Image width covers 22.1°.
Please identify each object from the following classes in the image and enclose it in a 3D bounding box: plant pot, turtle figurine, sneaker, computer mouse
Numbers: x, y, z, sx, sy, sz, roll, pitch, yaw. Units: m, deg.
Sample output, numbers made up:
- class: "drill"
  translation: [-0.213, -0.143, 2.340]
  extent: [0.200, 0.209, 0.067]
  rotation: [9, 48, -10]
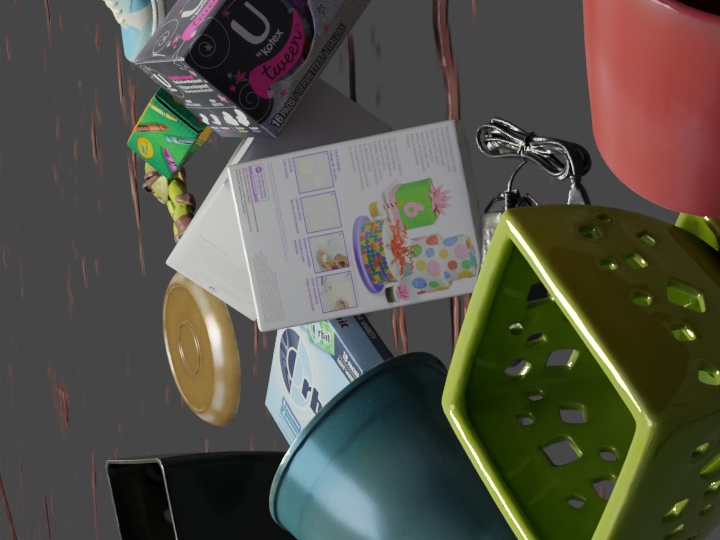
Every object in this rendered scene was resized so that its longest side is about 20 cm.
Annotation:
- class: "plant pot"
  translation: [0.059, 0.204, 1.560]
  extent: [0.188, 0.200, 0.200]
  rotation: [43, 139, 28]
- class: "plant pot"
  translation: [-0.149, 0.286, 2.018]
  extent: [0.199, 0.177, 0.200]
  rotation: [-14, 87, 65]
- class: "plant pot"
  translation: [-0.195, 0.090, 2.206]
  extent: [0.200, 0.027, 0.200]
  rotation: [34, 130, 56]
- class: "plant pot"
  translation: [0.190, 0.076, 1.225]
  extent: [0.200, 0.181, 0.199]
  rotation: [58, 148, 36]
- class: "plant pot"
  translation: [0.219, -0.140, 1.086]
  extent: [0.178, 0.200, 0.201]
  rotation: [93, 152, -49]
- class: "turtle figurine"
  translation: [-0.214, -0.106, 2.118]
  extent: [0.162, 0.064, 0.200]
  rotation: [68, 153, 21]
- class: "sneaker"
  translation: [-0.293, -0.324, 2.113]
  extent: [0.080, 0.130, 0.200]
  rotation: [41, 136, 50]
- class: "computer mouse"
  translation: [0.145, -0.017, 1.447]
  extent: [0.140, 0.046, 0.200]
  rotation: [18, 111, 56]

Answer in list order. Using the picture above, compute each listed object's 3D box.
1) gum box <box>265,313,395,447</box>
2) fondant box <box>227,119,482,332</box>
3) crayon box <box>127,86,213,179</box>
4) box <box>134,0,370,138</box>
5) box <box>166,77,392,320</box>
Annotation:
- class: "gum box"
  translation: [-0.033, 0.115, 1.859]
  extent: [0.170, 0.044, 0.200]
  rotation: [55, 145, 40]
- class: "fondant box"
  translation: [0.001, -0.038, 1.556]
  extent: [0.058, 0.200, 0.145]
  rotation: [-16, -85, -78]
- class: "crayon box"
  translation: [-0.132, -0.192, 1.761]
  extent: [0.058, 0.200, 0.119]
  rotation: [39, 154, -3]
- class: "box"
  translation: [-0.084, -0.228, 1.620]
  extent: [0.200, 0.115, 0.132]
  rotation: [-57, 24, -11]
- class: "box"
  translation: [-0.079, -0.068, 1.723]
  extent: [0.106, 0.152, 0.200]
  rotation: [34, 152, -7]
